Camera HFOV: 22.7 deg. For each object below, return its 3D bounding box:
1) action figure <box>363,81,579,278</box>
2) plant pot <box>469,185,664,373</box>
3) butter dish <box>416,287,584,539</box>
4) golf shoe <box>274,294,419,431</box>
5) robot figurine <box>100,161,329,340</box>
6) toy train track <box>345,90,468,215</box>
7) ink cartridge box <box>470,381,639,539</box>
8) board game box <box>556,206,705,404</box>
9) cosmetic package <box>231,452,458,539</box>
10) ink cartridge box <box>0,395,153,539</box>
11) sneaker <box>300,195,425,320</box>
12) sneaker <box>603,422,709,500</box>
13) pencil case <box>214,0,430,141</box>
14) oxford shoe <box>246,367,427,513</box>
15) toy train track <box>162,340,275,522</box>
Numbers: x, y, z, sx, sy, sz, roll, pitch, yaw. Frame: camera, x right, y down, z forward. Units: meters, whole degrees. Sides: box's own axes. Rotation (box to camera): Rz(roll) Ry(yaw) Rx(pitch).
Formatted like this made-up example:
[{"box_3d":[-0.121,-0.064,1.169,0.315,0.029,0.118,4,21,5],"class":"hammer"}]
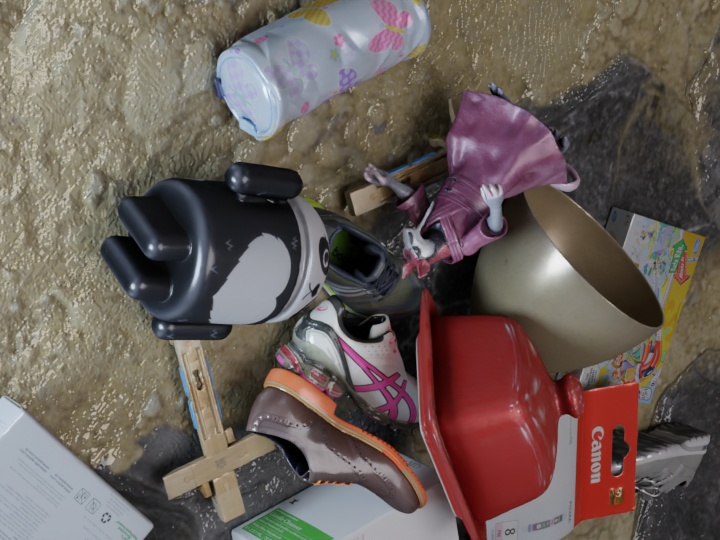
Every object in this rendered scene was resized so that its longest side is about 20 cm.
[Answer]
[{"box_3d":[0.097,-0.070,1.685,0.200,0.134,0.149,-55,149,-10],"class":"action figure"},{"box_3d":[0.188,0.026,1.801,0.134,0.201,0.200,-45,137,20],"class":"plant pot"},{"box_3d":[0.140,0.132,1.704,0.147,0.201,0.200,-14,130,12],"class":"butter dish"},{"box_3d":[0.014,0.092,1.717,0.200,0.073,0.092,29,102,-44],"class":"golf shoe"},{"box_3d":[-0.119,-0.014,1.537,0.199,0.150,0.126,3,75,-41],"class":"robot figurine"},{"box_3d":[0.066,-0.102,1.729,0.199,0.032,0.115,-25,113,-26],"class":"toy train track"},{"box_3d":[0.215,0.213,1.924,0.199,0.057,0.164,-6,111,-13],"class":"ink cartridge box"},{"box_3d":[0.301,0.041,1.990,0.134,0.034,0.201,13,96,-43],"class":"board game box"},{"box_3d":[-0.012,0.260,1.743,0.199,0.107,0.085,-27,119,-34],"class":"cosmetic package"},{"box_3d":[-0.300,0.240,1.527,0.200,0.041,0.200,-52,131,-15],"class":"ink cartridge box"},{"box_3d":[0.000,0.000,1.678,0.200,0.081,0.074,30,85,-43],"class":"sneaker"},{"box_3d":[0.331,0.229,2.054,0.199,0.075,0.083,-2,105,-41],"class":"sneaker"},{"box_3d":[-0.030,-0.191,1.583,0.200,0.083,0.091,-33,123,-29],"class":"pencil case"},{"box_3d":[-0.024,0.176,1.664,0.200,0.071,0.073,39,67,-17],"class":"oxford shoe"},{"box_3d":[-0.144,0.134,1.637,0.114,0.032,0.201,-23,114,-26],"class":"toy train track"}]
